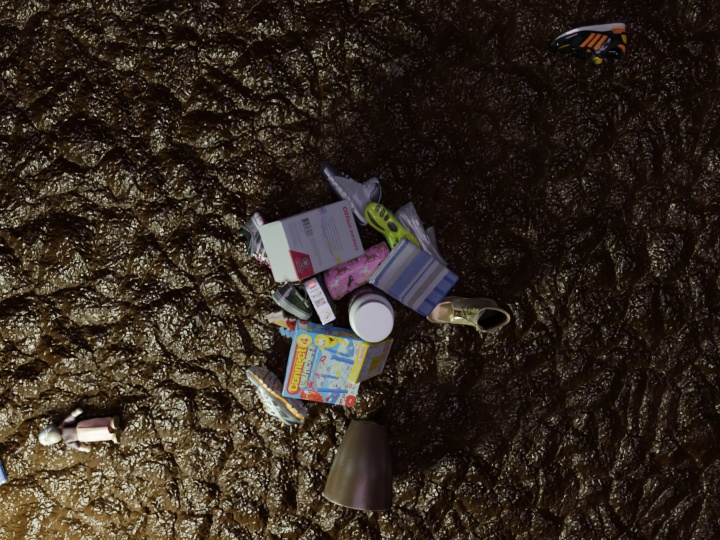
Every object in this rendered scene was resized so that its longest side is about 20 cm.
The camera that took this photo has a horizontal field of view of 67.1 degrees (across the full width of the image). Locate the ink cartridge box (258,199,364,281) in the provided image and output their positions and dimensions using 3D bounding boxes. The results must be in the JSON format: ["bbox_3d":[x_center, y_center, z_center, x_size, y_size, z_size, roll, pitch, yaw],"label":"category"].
[{"bbox_3d":[-0.120,-0.073,1.339,0.198,0.144,0.147,-21,98,-30],"label":"ink cartridge box"}]

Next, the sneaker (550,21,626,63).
[{"bbox_3d":[0.593,-0.577,1.398,0.197,0.070,0.091,-11,93,-4],"label":"sneaker"}]

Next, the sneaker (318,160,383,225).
[{"bbox_3d":[-0.013,-0.226,1.408,0.115,0.075,0.201,-40,107,-3],"label":"sneaker"}]

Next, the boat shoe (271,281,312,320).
[{"bbox_3d":[-0.153,0.075,1.366,0.064,0.200,0.071,-45,73,0],"label":"boat shoe"}]

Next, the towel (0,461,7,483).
[{"bbox_3d":[-1.060,0.529,1.447,0.198,0.024,0.149,-18,95,-3],"label":"towel"}]

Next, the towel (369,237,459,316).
[{"bbox_3d":[0.137,0.020,1.387,0.199,0.024,0.147,32,106,-22],"label":"towel"}]

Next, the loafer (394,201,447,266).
[{"bbox_3d":[0.170,-0.090,1.427,0.070,0.070,0.201,-38,96,10],"label":"loafer"}]

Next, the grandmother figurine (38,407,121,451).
[{"bbox_3d":[-0.746,0.425,1.437,0.197,0.061,0.123,-7,88,-5],"label":"grandmother figurine"}]

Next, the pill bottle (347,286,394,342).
[{"bbox_3d":[0.026,0.109,1.374,0.112,0.200,0.116,0,96,-3],"label":"pill bottle"}]

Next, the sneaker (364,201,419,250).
[{"bbox_3d":[0.086,-0.103,1.389,0.074,0.084,0.200,-34,111,16],"label":"sneaker"}]

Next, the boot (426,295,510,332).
[{"bbox_3d":[0.275,0.115,1.411,0.197,0.155,0.074,-1,98,-1],"label":"boot"}]

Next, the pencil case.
[{"bbox_3d":[0.000,0.000,1.421,0.198,0.087,0.083,-27,74,1],"label":"pencil case"}]

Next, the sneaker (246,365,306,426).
[{"bbox_3d":[-0.237,0.339,1.449,0.077,0.078,0.200,-43,93,15],"label":"sneaker"}]

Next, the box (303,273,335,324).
[{"bbox_3d":[-0.100,0.062,1.362,0.034,0.200,0.111,-26,97,0],"label":"box"}]

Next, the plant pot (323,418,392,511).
[{"bbox_3d":[0.007,0.503,1.441,0.184,0.187,0.203,9,81,-4],"label":"plant pot"}]

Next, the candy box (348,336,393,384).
[{"bbox_3d":[0.031,0.226,1.393,0.026,0.200,0.104,18,94,21],"label":"candy box"}]

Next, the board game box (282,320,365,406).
[{"bbox_3d":[-0.091,0.245,1.421,0.193,0.056,0.202,10,110,-11],"label":"board game box"}]

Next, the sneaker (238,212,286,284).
[{"bbox_3d":[-0.251,-0.046,1.409,0.087,0.074,0.202,-28,94,3],"label":"sneaker"}]

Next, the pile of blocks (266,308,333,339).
[{"bbox_3d":[-0.159,0.162,1.439,0.198,0.062,0.083,17,95,-4],"label":"pile of blocks"}]
